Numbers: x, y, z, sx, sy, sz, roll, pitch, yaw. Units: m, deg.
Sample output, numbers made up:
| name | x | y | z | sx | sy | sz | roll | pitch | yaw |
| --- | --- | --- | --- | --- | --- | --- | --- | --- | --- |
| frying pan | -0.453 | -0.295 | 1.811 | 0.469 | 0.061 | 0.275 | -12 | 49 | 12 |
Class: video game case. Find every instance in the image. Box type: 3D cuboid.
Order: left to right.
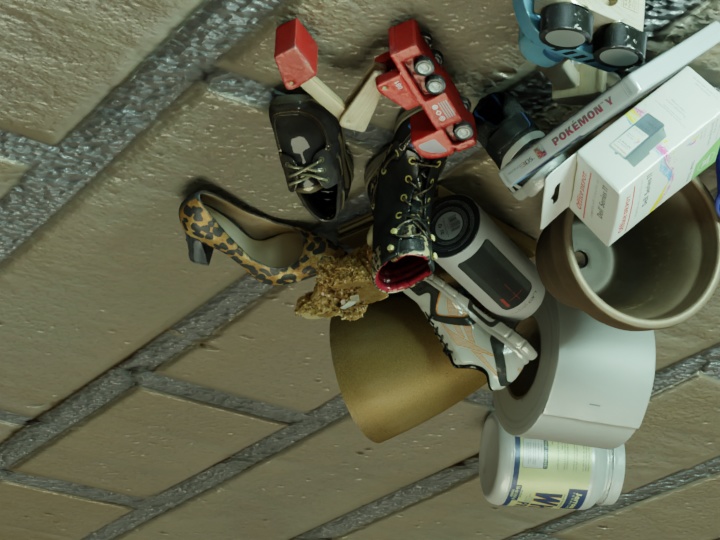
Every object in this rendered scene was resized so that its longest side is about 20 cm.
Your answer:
| name | x | y | z | sx | sy | sz | roll | pitch | yaw |
| --- | --- | --- | --- | --- | --- | --- | --- | --- | --- |
| video game case | 0.243 | -0.161 | 1.532 | 0.182 | 0.023 | 0.200 | -37 | 178 | 42 |

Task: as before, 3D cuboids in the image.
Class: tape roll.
| name | x | y | z | sx | sy | sz | roll | pitch | yaw |
| --- | --- | --- | --- | --- | --- | --- | --- | --- | --- |
| tape roll | 0.269 | 0.121 | 2.040 | 0.138 | 0.204 | 0.203 | 10 | 152 | -18 |

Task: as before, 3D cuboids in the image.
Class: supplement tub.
| name | x | y | z | sx | sy | sz | roll | pitch | yaw |
| --- | --- | --- | --- | --- | --- | --- | --- | --- | --- |
| supplement tub | 0.291 | 0.290 | 2.433 | 0.198 | 0.146 | 0.145 | 5 | 153 | -9 |

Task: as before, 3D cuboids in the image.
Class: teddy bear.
| name | x | y | z | sx | sy | sz | roll | pitch | yaw |
| --- | --- | --- | --- | --- | --- | --- | --- | --- | --- |
| teddy bear | 0.000 | 0.000 | 1.886 | 0.144 | 0.067 | 0.200 | -7 | 156 | -25 |

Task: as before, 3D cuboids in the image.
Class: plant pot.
| name | x | y | z | sx | sy | sz | roll | pitch | yaw |
| --- | --- | --- | --- | --- | --- | --- | --- | --- | --- |
| plant pot | 0.087 | 0.105 | 2.049 | 0.199 | 0.188 | 0.186 | -19 | 148 | 20 |
| plant pot | 0.285 | -0.025 | 1.803 | 0.198 | 0.202 | 0.174 | 9 | 170 | -17 |

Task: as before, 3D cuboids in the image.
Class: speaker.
| name | x | y | z | sx | sy | sz | roll | pitch | yaw |
| --- | --- | --- | --- | --- | --- | --- | --- | --- | --- |
| speaker | 0.145 | -0.012 | 1.866 | 0.081 | 0.082 | 0.200 | -13 | 150 | 24 |

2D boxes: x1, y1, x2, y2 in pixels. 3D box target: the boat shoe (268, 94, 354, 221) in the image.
| name | x | y | z | sx | sy | sz | roll | pitch | yaw |
| --- | --- | --- | --- | --- | --- | --- | --- | --- | --- |
| boat shoe | -0.048 | -0.118 | 1.710 | 0.074 | 0.074 | 0.200 | -8 | 152 | 15 |

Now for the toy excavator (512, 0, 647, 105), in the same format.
| name | x | y | z | sx | sy | sz | roll | pitch | yaw |
| --- | --- | --- | --- | --- | --- | --- | --- | --- | --- |
| toy excavator | 0.199 | -0.224 | 1.504 | 0.193 | 0.101 | 0.199 | 15 | 163 | -30 |

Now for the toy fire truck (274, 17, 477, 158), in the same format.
| name | x | y | z | sx | sy | sz | roll | pitch | yaw |
| --- | --- | --- | --- | --- | --- | --- | --- | --- | --- |
| toy fire truck | 0.017 | -0.178 | 1.575 | 0.140 | 0.049 | 0.200 | -21 | 131 | 19 |

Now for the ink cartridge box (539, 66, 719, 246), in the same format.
| name | x | y | z | sx | sy | sz | roll | pitch | yaw |
| --- | --- | --- | --- | --- | --- | --- | --- | --- | --- |
| ink cartridge box | 0.279 | -0.104 | 1.625 | 0.199 | 0.067 | 0.117 | -37 | 157 | -14 |

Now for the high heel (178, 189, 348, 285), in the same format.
| name | x | y | z | sx | sy | sz | roll | pitch | yaw |
| --- | --- | --- | --- | --- | --- | --- | --- | --- | --- |
| high heel | -0.112 | -0.044 | 1.862 | 0.198 | 0.072 | 0.143 | 3 | 152 | 1 |

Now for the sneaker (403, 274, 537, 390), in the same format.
| name | x | y | z | sx | sy | sz | roll | pitch | yaw |
| --- | --- | --- | --- | --- | --- | --- | --- | --- | --- |
| sneaker | 0.116 | 0.069 | 1.937 | 0.199 | 0.080 | 0.074 | 37 | 179 | 13 |

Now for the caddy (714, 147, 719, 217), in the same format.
| name | x | y | z | sx | sy | sz | roll | pitch | yaw |
| --- | --- | --- | --- | --- | --- | --- | --- | --- | --- |
| caddy | 0.468 | -0.084 | 1.739 | 0.141 | 0.106 | 0.200 | -18 | 148 | 30 |

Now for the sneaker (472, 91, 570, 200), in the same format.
| name | x | y | z | sx | sy | sz | roll | pitch | yaw |
| --- | --- | --- | --- | --- | --- | --- | --- | --- | --- |
| sneaker | 0.164 | -0.139 | 1.687 | 0.073 | 0.112 | 0.200 | -40 | -179 | 2 |

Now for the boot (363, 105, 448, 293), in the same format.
| name | x | y | z | sx | sy | sz | roll | pitch | yaw |
| --- | --- | --- | --- | --- | --- | --- | --- | --- | --- |
| boot | 0.059 | -0.079 | 1.701 | 0.073 | 0.152 | 0.200 | 12 | 150 | -22 |

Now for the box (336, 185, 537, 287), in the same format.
| name | x | y | z | sx | sy | sz | roll | pitch | yaw |
| --- | --- | --- | --- | --- | --- | --- | --- | --- | --- |
| box | 0.096 | -0.035 | 1.929 | 0.163 | 0.021 | 0.199 | -22 | 145 | 37 |
